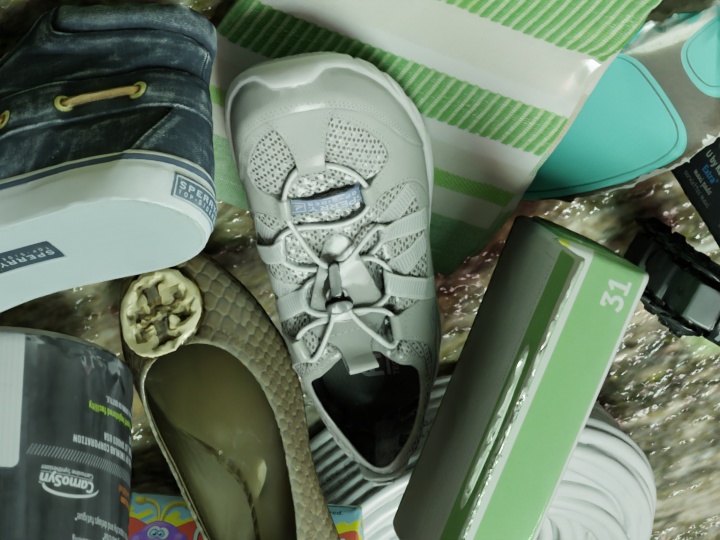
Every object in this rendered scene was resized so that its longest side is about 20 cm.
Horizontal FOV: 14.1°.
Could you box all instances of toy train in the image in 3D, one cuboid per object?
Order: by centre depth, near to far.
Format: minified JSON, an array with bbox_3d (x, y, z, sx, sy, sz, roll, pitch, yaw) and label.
[{"bbox_3d":[0.138,0.007,1.213,0.046,0.200,0.034,30,95,-6],"label":"toy train"}]

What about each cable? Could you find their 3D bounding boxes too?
[{"bbox_3d":[0.044,0.127,1.367,0.200,0.069,0.200,-6,137,-23],"label":"cable"}]

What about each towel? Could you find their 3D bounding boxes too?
[{"bbox_3d":[0.024,-0.090,1.118,0.152,0.023,0.200,19,127,-23],"label":"towel"}]

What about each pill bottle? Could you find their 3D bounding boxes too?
[{"bbox_3d":[-0.144,0.130,1.136,0.106,0.200,0.106,0,160,0],"label":"pill bottle"}]

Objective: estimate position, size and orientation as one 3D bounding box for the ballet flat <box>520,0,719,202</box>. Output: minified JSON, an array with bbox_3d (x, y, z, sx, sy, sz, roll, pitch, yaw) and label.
[{"bbox_3d":[0.132,-0.084,1.171,0.200,0.072,0.072,-21,146,24],"label":"ballet flat"}]

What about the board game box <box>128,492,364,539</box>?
[{"bbox_3d":[-0.057,0.204,1.215,0.103,0.200,0.105,3,137,5],"label":"board game box"}]

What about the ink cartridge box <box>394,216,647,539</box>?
[{"bbox_3d":[0.064,0.058,1.134,0.048,0.200,0.146,22,94,-7],"label":"ink cartridge box"}]

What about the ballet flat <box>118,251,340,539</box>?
[{"bbox_3d":[-0.049,0.083,1.162,0.067,0.200,0.046,-26,171,27],"label":"ballet flat"}]

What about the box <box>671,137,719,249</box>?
[{"bbox_3d":[0.238,-0.076,1.218,0.200,0.106,0.122,-44,139,20],"label":"box"}]

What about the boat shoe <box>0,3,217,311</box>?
[{"bbox_3d":[-0.139,-0.037,1.077,0.200,0.091,0.071,-10,148,23],"label":"boat shoe"}]

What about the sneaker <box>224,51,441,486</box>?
[{"bbox_3d":[0.000,0.000,1.122,0.075,0.082,0.200,-13,134,8],"label":"sneaker"}]
